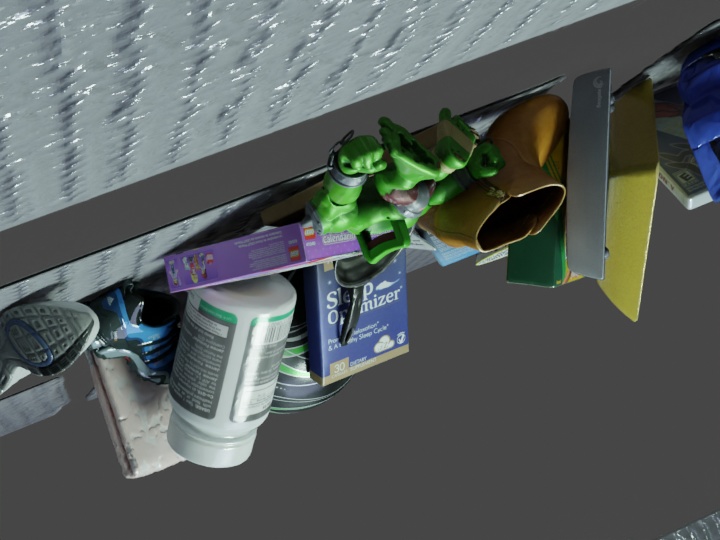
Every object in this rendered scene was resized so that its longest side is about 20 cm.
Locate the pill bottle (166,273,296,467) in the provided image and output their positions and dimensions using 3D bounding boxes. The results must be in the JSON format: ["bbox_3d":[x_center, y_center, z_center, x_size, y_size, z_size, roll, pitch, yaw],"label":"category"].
[{"bbox_3d":[-0.141,0.099,1.481,0.113,0.113,0.201,-17,129,-52],"label":"pill bottle"}]

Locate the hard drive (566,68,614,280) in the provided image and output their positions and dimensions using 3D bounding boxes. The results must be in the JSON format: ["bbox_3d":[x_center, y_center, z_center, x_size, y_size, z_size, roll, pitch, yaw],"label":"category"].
[{"bbox_3d":[0.227,-0.091,1.380,0.042,0.201,0.135,2,180,10],"label":"hard drive"}]

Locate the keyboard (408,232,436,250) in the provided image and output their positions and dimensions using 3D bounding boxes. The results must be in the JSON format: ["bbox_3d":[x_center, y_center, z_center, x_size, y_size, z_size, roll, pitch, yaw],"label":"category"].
[{"bbox_3d":[0.043,-0.042,1.643,0.011,0.056,0.200,-53,-170,-4],"label":"keyboard"}]

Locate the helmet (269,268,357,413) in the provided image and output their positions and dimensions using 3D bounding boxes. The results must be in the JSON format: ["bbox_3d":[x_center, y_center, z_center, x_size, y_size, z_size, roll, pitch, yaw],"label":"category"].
[{"bbox_3d":[-0.095,0.069,1.628,0.190,0.201,0.200,-32,179,-19],"label":"helmet"}]

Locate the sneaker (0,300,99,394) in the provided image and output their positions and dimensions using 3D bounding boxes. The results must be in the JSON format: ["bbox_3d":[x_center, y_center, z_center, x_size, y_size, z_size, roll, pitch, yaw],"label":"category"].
[{"bbox_3d":[-0.307,0.061,1.345,0.200,0.075,0.087,-18,-168,46],"label":"sneaker"}]

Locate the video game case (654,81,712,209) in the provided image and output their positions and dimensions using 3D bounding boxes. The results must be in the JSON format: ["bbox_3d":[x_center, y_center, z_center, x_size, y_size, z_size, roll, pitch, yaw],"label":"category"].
[{"bbox_3d":[0.417,-0.165,1.629,0.199,0.182,0.023,-22,137,-12],"label":"video game case"}]

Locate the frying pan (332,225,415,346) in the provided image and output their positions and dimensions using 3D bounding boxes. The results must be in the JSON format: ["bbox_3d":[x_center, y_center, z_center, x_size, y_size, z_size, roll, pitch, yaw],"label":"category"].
[{"bbox_3d":[0.013,-0.010,1.473,0.115,0.031,0.190,-36,151,-23],"label":"frying pan"}]

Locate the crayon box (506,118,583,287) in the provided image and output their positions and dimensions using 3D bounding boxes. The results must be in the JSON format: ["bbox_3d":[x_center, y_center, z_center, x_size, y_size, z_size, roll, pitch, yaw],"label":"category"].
[{"bbox_3d":[0.212,-0.077,1.514,0.058,0.174,0.200,6,-174,20],"label":"crayon box"}]

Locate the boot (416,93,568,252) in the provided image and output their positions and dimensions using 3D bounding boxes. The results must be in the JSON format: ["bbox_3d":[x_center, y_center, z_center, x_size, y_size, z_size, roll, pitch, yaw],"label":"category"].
[{"bbox_3d":[0.152,-0.086,1.284,0.201,0.071,0.144,-41,-156,-14],"label":"boot"}]

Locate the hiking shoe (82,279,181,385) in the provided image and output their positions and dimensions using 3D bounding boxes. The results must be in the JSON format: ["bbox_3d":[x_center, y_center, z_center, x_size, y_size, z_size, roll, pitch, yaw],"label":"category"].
[{"bbox_3d":[-0.217,0.068,1.496,0.086,0.075,0.200,-31,156,16],"label":"hiking shoe"}]

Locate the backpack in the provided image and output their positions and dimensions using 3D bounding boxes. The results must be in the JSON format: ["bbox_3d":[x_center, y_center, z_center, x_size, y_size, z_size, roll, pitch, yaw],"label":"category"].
[{"bbox_3d":[0.434,-0.177,1.439,0.199,0.168,0.163,-21,-165,20],"label":"backpack"}]

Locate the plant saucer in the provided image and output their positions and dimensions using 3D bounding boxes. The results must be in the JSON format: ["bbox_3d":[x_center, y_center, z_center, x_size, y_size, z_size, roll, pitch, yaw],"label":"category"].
[{"bbox_3d":[0.288,-0.081,1.531,0.048,0.201,0.200,5,-144,6],"label":"plant saucer"}]

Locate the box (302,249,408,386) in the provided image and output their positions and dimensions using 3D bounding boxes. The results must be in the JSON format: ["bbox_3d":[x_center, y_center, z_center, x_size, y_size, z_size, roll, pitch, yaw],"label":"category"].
[{"bbox_3d":[-0.005,0.017,1.529,0.121,0.201,0.032,-20,-150,-30],"label":"box"}]

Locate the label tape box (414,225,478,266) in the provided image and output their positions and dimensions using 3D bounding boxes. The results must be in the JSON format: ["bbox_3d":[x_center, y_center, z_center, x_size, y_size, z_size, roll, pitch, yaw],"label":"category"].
[{"bbox_3d":[0.126,-0.086,1.588,0.144,0.064,0.200,-23,157,8],"label":"label tape box"}]

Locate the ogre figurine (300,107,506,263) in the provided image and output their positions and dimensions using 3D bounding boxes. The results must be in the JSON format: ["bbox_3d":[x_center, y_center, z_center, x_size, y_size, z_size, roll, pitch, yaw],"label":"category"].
[{"bbox_3d":[0.027,-0.073,1.191,0.120,0.098,0.200,-40,178,33],"label":"ogre figurine"}]

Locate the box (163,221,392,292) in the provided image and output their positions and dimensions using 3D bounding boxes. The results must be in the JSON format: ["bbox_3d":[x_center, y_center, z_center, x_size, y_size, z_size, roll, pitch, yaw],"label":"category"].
[{"bbox_3d":[-0.075,-0.019,1.352,0.199,0.039,0.137,-12,180,43],"label":"box"}]

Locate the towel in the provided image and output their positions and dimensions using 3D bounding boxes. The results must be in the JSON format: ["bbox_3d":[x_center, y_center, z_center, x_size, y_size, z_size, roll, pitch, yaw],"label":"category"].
[{"bbox_3d":[-0.230,0.125,1.582,0.032,0.192,0.200,-23,175,28],"label":"towel"}]

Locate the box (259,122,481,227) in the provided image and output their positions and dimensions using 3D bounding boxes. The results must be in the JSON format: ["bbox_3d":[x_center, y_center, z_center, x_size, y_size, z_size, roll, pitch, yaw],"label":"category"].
[{"bbox_3d":[0.015,-0.090,1.354,0.199,0.021,0.163,-24,175,13],"label":"box"}]

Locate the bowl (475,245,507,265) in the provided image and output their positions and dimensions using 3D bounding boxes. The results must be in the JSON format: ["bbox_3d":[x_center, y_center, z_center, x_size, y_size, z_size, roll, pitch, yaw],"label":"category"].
[{"bbox_3d":[0.237,-0.088,1.975,0.200,0.095,0.201,-23,175,-2],"label":"bowl"}]
